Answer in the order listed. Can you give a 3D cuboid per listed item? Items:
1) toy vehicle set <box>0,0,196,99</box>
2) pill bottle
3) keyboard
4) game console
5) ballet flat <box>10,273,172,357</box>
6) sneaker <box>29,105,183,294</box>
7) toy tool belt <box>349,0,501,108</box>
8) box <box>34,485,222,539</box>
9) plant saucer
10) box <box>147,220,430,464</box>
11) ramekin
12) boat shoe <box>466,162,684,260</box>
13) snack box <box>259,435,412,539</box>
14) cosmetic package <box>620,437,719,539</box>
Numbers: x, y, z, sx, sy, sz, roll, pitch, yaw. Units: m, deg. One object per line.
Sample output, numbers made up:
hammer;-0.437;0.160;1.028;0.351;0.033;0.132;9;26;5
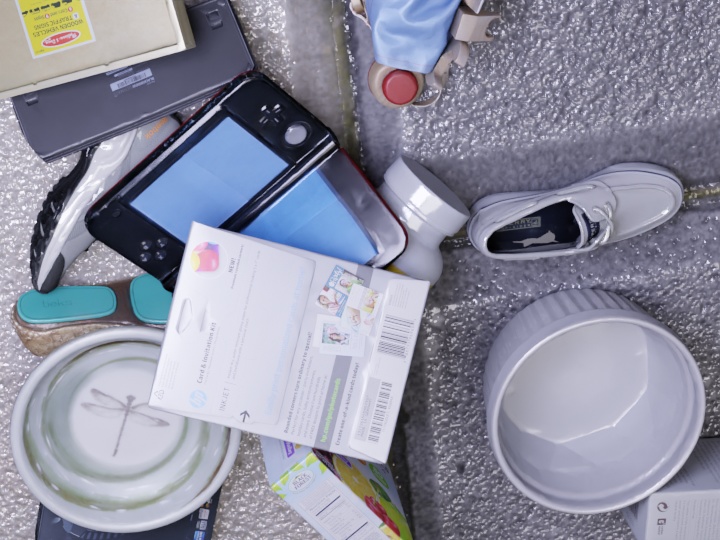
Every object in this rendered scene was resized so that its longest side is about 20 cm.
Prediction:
toy vehicle set;-0.243;-0.213;1.515;0.200;0.027;0.124;-12;100;15
pill bottle;0.000;0.000;1.653;0.112;0.112;0.200;36;103;-22
keyboard;-0.195;-0.176;1.563;0.200;0.021;0.127;-22;79;0
game console;-0.095;-0.034;1.572;0.200;0.119;0.172;-40;137;12
ballet flat;-0.205;0.042;1.672;0.200;0.071;0.065;-2;140;-6
sneaker;-0.218;-0.059;1.613;0.079;0.074;0.200;28;106;-25
toy tool belt;0.050;-0.214;1.561;0.125;0.123;0.200;7;112;-12
box;-0.204;0.173;1.731;0.160;0.044;0.200;8;111;-13
plant saucer;-0.205;0.132;1.661;0.200;0.050;0.200;-3;113;-8
box;-0.059;0.059;1.547;0.200;0.041;0.156;14;87;-7
ramekin;0.205;0.112;1.742;0.200;0.105;0.200;-3;113;-8
boat shoe;0.196;-0.043;1.693;0.200;0.065;0.074;-15;115;-3
snack box;-0.028;0.169;1.673;0.053;0.200;0.142;-39;114;9
cosmetic package;0.354;0.212;1.814;0.200;0.101;0.071;-2;114;-8
